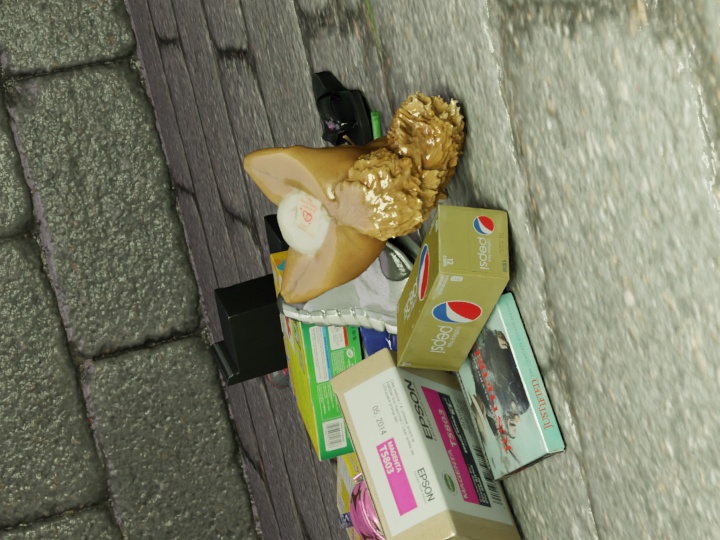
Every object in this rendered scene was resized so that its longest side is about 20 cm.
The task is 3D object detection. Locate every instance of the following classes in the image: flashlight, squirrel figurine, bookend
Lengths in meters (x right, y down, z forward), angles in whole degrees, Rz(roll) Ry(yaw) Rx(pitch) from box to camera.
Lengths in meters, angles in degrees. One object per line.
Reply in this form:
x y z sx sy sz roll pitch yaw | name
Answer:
-0.111 0.166 2.310 0.200 0.067 0.069 -168 64 -76 | flashlight
0.023 -0.079 1.300 0.199 0.186 0.143 -17 97 45 | squirrel figurine
-0.104 0.017 1.823 0.092 0.197 0.201 -128 25 -56 | bookend

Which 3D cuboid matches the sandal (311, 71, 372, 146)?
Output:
-0.031 -0.173 1.627 0.200 0.047 0.076 -133 30 -65 | sandal

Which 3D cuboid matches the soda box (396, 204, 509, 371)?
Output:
0.080 0.021 1.292 0.201 0.063 0.069 108 165 -61 | soda box

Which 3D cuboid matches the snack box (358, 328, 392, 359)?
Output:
0.040 0.156 1.699 0.142 0.052 0.203 -144 41 -68 | snack box

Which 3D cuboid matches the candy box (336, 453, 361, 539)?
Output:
-0.009 0.352 2.191 0.201 0.026 0.103 92 156 -54 | candy box

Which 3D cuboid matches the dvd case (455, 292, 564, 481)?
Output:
0.132 0.115 1.340 0.200 0.022 0.148 119 134 -74 | dvd case

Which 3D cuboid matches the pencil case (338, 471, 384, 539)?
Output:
0.028 0.255 1.552 0.200 0.090 0.095 117 129 -76 | pencil case

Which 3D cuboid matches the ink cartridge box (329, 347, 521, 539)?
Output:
0.067 0.191 1.400 0.164 0.075 0.202 26 -141 -57 | ink cartridge box

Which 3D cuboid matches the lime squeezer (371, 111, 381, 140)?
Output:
0.023 -0.066 1.554 0.071 0.037 0.202 -122 20 -51 | lime squeezer

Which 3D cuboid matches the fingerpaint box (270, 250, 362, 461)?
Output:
-0.046 0.096 1.731 0.167 0.072 0.203 -120 20 -59 | fingerpaint box

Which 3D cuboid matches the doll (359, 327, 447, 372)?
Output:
0.035 0.117 1.565 0.048 0.135 0.203 8 -111 -55 | doll

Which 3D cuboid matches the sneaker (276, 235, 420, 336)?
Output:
0.000 0.000 1.514 0.075 0.197 0.117 -28 -60 -59 | sneaker
